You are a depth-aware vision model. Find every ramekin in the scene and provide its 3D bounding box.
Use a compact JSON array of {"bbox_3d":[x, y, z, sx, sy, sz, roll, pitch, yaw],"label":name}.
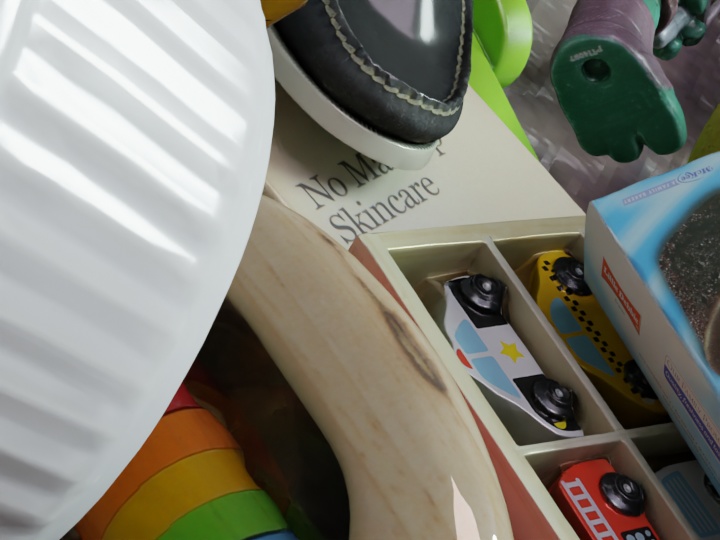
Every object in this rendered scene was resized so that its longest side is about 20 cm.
[{"bbox_3d":[-0.104,-0.018,0.595,0.094,0.202,0.203,32,36,-33],"label":"ramekin"}]

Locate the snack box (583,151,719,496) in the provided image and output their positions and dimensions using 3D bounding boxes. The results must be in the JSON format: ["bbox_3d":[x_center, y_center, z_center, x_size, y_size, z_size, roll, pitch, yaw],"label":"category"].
[{"bbox_3d":[0.168,0.000,0.675,0.199,0.037,0.116,-21,57,-14],"label":"snack box"}]

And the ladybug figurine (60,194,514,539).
[{"bbox_3d":[-0.031,0.065,0.633,0.200,0.135,0.072,58,7,34],"label":"ladybug figurine"}]

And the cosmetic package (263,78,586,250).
[{"bbox_3d":[0.000,0.000,0.758,0.200,0.073,0.103,49,38,9],"label":"cosmetic package"}]

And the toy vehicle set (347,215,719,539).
[{"bbox_3d":[0.088,0.069,0.668,0.124,0.027,0.200,-6,52,-42],"label":"toy vehicle set"}]

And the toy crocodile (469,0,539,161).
[{"bbox_3d":[-0.007,-0.096,0.864,0.067,0.062,0.201,-12,66,-46],"label":"toy crocodile"}]

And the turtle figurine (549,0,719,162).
[{"bbox_3d":[0.110,-0.126,0.860,0.100,0.150,0.200,28,39,-11],"label":"turtle figurine"}]

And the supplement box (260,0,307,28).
[{"bbox_3d":[-0.070,-0.159,0.664,0.200,0.086,0.111,38,74,-11],"label":"supplement box"}]

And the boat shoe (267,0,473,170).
[{"bbox_3d":[0.005,-0.113,0.760,0.072,0.068,0.201,24,42,-26],"label":"boat shoe"}]

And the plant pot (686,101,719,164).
[{"bbox_3d":[0.176,0.000,0.837,0.142,0.201,0.199,32,28,36],"label":"plant pot"}]
